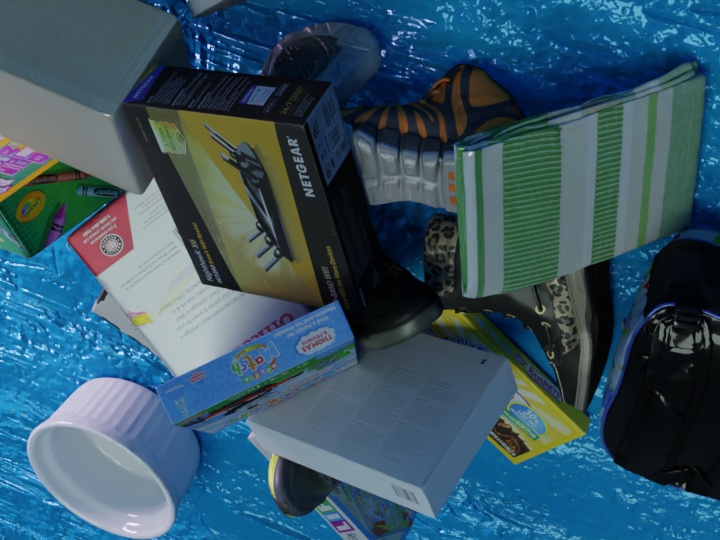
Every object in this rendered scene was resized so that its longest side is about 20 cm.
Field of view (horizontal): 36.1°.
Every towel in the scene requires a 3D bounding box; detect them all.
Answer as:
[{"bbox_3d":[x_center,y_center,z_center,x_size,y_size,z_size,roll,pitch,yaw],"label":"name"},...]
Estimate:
[{"bbox_3d":[0.162,-0.062,0.816,0.023,0.200,0.153,-126,22,-47],"label":"towel"}]

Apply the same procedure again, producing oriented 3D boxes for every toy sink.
[{"bbox_3d":[-0.249,-0.171,0.905,0.200,0.112,0.130,23,158,10],"label":"toy sink"}]

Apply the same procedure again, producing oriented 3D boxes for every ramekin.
[{"bbox_3d":[-0.293,0.224,1.346,0.200,0.098,0.201,14,133,16],"label":"ramekin"}]

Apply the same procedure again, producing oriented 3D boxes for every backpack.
[{"bbox_3d":[0.291,0.079,0.874,0.183,0.147,0.200,20,134,9],"label":"backpack"}]

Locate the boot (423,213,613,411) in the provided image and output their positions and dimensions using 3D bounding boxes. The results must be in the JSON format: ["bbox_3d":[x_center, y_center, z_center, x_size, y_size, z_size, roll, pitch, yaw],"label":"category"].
[{"bbox_3d":[0.139,0.033,0.968,0.150,0.073,0.200,10,138,25],"label":"boot"}]

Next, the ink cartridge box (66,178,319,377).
[{"bbox_3d":[-0.148,-0.001,1.027,0.148,0.086,0.200,-33,102,15],"label":"ink cartridge box"}]

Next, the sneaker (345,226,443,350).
[{"bbox_3d":[0.000,0.000,0.962,0.114,0.076,0.199,60,171,-19],"label":"sneaker"}]

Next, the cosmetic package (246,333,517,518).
[{"bbox_3d":[0.019,0.122,1.004,0.200,0.151,0.052,15,145,36],"label":"cosmetic package"}]

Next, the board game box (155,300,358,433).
[{"bbox_3d":[-0.076,0.085,0.917,0.037,0.151,0.200,64,176,9],"label":"board game box"}]

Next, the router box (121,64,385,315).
[{"bbox_3d":[-0.078,-0.060,0.859,0.157,0.052,0.200,10,140,25],"label":"router box"}]

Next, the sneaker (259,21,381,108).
[{"bbox_3d":[-0.049,-0.131,0.934,0.200,0.078,0.099,-33,143,29],"label":"sneaker"}]

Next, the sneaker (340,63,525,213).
[{"bbox_3d":[0.035,-0.110,0.867,0.200,0.112,0.078,14,143,12],"label":"sneaker"}]

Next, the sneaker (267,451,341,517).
[{"bbox_3d":[-0.010,0.160,1.060,0.081,0.200,0.074,-18,110,51],"label":"sneaker"}]

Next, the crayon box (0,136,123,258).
[{"bbox_3d":[-0.313,-0.081,1.024,0.200,0.119,0.058,15,138,50],"label":"crayon box"}]

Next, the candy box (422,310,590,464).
[{"bbox_3d":[0.119,0.104,1.073,0.200,0.026,0.102,43,133,-12],"label":"candy box"}]

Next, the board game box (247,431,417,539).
[{"bbox_3d":[-0.012,0.189,1.138,0.034,0.135,0.200,-22,115,43],"label":"board game box"}]

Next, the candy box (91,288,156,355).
[{"bbox_3d":[-0.165,0.046,1.146,0.200,0.061,0.136,35,135,-5],"label":"candy box"}]

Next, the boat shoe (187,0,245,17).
[{"bbox_3d":[-0.064,-0.255,0.834,0.200,0.069,0.057,-22,97,38],"label":"boat shoe"}]
